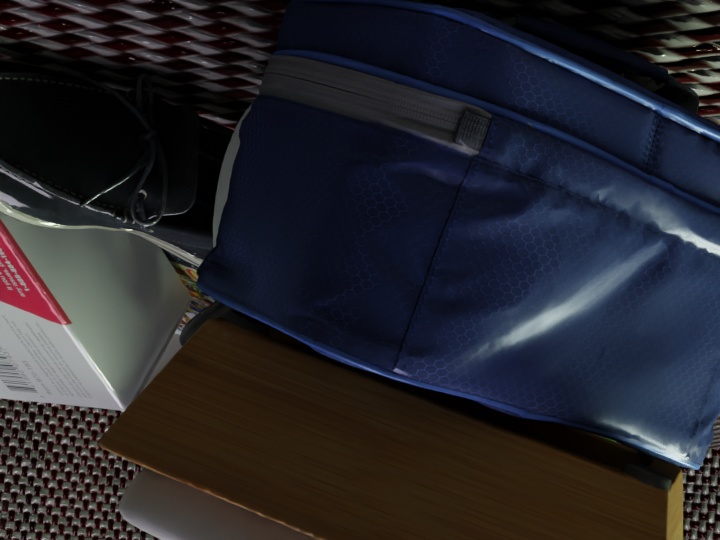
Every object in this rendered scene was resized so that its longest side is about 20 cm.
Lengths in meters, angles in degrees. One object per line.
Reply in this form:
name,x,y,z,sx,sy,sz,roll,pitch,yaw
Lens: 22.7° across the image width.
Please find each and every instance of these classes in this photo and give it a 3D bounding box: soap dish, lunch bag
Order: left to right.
soap dish,0.025,0.079,0.648,0.200,0.081,0.157,21,-178,13
lunch bag,0.059,-0.021,0.632,0.200,0.132,0.136,18,-177,-34

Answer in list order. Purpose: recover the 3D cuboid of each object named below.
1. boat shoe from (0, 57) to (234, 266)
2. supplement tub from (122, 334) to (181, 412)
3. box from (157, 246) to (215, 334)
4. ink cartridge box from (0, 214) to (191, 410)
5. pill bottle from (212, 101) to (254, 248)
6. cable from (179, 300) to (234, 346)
boat shoe,-0.099,-0.048,0.788,0.200,0.075,0.062,22,151,-37
supplement tub,-0.088,0.053,1.306,0.132,0.132,0.200,-1,169,42
box,-0.083,0.004,1.008,0.200,0.038,0.137,11,158,46
ink cartridge box,-0.213,-0.007,0.935,0.200,0.083,0.145,3,139,31
pill bottle,0.044,-0.015,0.769,0.200,0.113,0.113,10,171,-25
cable,0.000,0.000,0.868,0.200,0.050,0.097,-30,157,3
